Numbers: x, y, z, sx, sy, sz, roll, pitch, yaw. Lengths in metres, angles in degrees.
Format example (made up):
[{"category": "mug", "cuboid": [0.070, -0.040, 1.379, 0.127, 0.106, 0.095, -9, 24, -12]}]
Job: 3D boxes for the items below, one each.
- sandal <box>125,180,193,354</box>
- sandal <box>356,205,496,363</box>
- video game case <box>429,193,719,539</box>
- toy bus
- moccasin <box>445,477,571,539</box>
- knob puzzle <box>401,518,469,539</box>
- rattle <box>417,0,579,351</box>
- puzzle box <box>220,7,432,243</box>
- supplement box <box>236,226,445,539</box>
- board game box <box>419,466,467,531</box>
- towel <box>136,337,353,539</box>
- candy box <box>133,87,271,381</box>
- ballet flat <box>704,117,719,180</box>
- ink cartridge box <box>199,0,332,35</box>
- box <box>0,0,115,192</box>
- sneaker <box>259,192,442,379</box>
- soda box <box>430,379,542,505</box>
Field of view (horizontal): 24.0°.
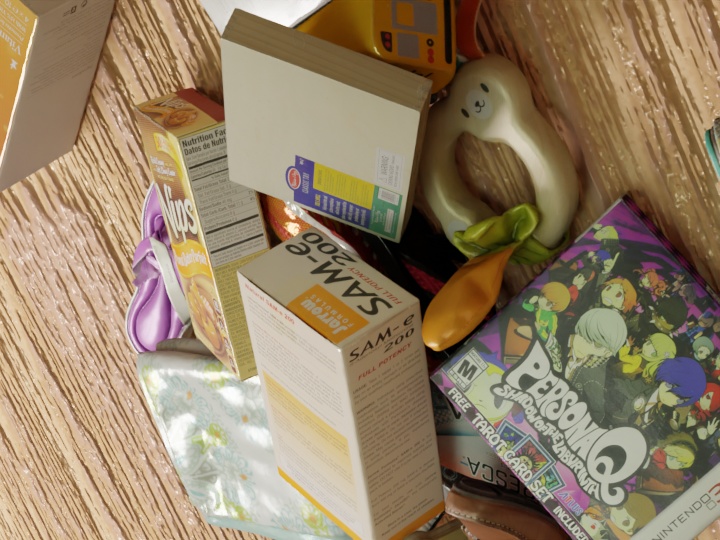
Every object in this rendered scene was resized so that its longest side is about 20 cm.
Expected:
[{"category": "sandal", "cuboid": [-0.165, 0.010, 1.411, 0.082, 0.050, 0.204, 32, 133, 21]}, {"category": "sandal", "cuboid": [0.058, 0.003, 1.204, 0.045, 0.075, 0.201, -38, 87, 36]}, {"category": "video game case", "cuboid": [0.176, 0.084, 1.121, 0.181, 0.036, 0.200, -43, 85, 17]}, {"category": "toy bus", "cuboid": [-0.004, -0.134, 1.121, 0.200, 0.078, 0.066, -22, 67, 60]}, {"category": "moccasin", "cuboid": [0.110, 0.210, 1.222, 0.073, 0.078, 0.202, 21, 162, 30]}, {"category": "knob puzzle", "cuboid": [0.035, 0.258, 1.291, 0.030, 0.218, 0.221, 49, 142, 38]}, {"category": "rattle", "cuboid": [0.056, -0.076, 1.108, 0.130, 0.142, 0.202, 30, 142, 47]}, {"category": "puzzle box", "cuboid": [-0.025, -0.089, 1.102, 0.132, 0.026, 0.200, 21, 158, 5]}, {"category": "supplement box", "cuboid": [-0.011, 0.087, 1.209, 0.126, 0.073, 0.201, 35, 145, 42]}, {"category": "board game box", "cuboid": [-0.014, 0.143, 1.384, 0.200, 0.028, 0.136, 42, 137, 12]}, {"category": "towel", "cuboid": [-0.089, 0.141, 1.391, 0.199, 0.048, 0.173, 2, 120, 41]}, {"category": "candy box", "cuboid": [-0.111, -0.030, 1.300, 0.115, 0.055, 0.202, 35, 142, 61]}, {"category": "ballet flat", "cuboid": [0.270, -0.006, 1.023, 0.072, 0.072, 0.202, -7, 113, 43]}, {"category": "ink cartridge box", "cuboid": [-0.035, -0.228, 1.108, 0.199, 0.059, 0.104, -26, 99, 47]}, {"category": "box", "cuboid": [-0.285, -0.182, 1.355, 0.124, 0.097, 0.201, 39, 136, 13]}, {"category": "sneaker", "cuboid": [0.000, 0.000, 1.260, 0.201, 0.073, 0.077, 52, 147, 13]}, {"category": "soda box", "cuboid": [0.114, 0.118, 1.233, 0.199, 0.063, 0.069, 19, 128, 30]}]
